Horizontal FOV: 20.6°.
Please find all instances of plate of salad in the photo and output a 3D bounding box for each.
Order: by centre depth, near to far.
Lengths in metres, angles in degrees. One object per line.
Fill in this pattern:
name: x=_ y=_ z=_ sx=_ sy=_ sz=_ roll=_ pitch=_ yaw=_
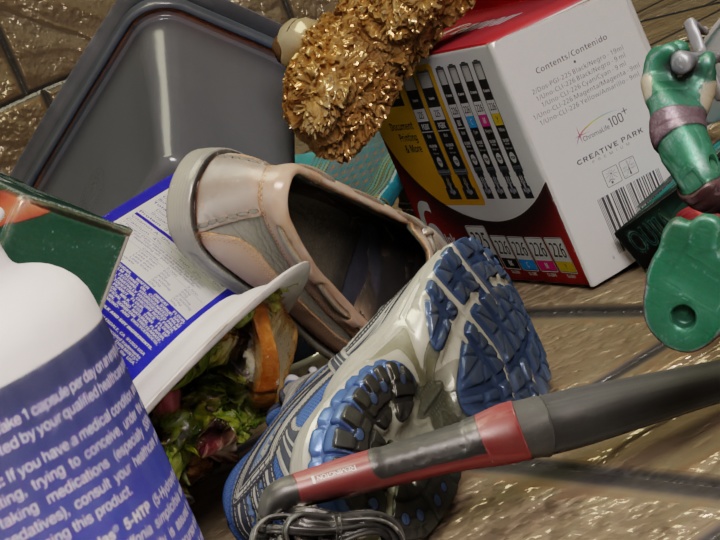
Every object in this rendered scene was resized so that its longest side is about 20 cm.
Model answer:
plate of salad: x=-0.079 y=0.079 z=0.788 sx=0.200 sy=0.048 sz=0.200 roll=-48 pitch=-4 yaw=-4

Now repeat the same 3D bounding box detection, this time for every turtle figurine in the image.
turtle figurine: x=0.161 y=-0.015 z=0.687 sx=0.149 sy=0.101 sz=0.200 roll=13 pitch=26 yaw=14

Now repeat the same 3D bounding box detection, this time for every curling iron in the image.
curling iron: x=0.054 y=0.066 z=0.684 sx=0.199 sy=0.050 sz=0.026 roll=-21 pitch=9 yaw=-16

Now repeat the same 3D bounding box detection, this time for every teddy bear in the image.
teddy bear: x=0.021 y=-0.152 z=1.010 sx=0.200 sy=0.067 sz=0.145 roll=-49 pitch=16 yaw=18

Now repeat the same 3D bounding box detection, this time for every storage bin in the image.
storage bin: x=-0.104 y=-0.032 z=1.109 sx=0.200 sy=0.145 sz=0.135 roll=-51 pitch=30 yaw=33

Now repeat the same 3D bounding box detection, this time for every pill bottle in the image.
pill bottle: x=-0.122 y=0.064 z=0.615 sx=0.119 sy=0.201 sz=0.120 roll=-22 pitch=10 yaw=4

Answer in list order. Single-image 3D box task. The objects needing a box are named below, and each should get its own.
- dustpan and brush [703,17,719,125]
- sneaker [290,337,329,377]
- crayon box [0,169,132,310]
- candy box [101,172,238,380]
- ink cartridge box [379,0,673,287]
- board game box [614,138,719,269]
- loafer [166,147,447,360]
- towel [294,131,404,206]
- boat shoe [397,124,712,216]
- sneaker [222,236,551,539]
dustpan and brush: x=0.199 y=-0.131 z=0.872 sx=0.139 sy=0.057 sz=0.200 roll=-39 pitch=-2 yaw=3
sneaker: x=-0.097 y=0.037 z=1.044 sx=0.199 sy=0.085 sz=0.075 roll=-19 pitch=11 yaw=25
crayon box: x=-0.165 y=0.059 z=0.734 sx=0.051 sy=0.201 sz=0.127 roll=19 pitch=1 yaw=-37
candy box: x=-0.130 y=0.052 z=0.889 sx=0.169 sy=0.077 sz=0.200 roll=-50 pitch=-4 yaw=25
ink cartridge box: x=0.078 y=-0.090 z=1.050 sx=0.084 sy=0.176 sz=0.200 roll=-27 pitch=10 yaw=-17
board game box: x=0.200 y=-0.073 z=0.882 sx=0.135 sy=0.028 sz=0.200 roll=-40 pitch=-1 yaw=-20
loafer: x=0.000 y=0.000 z=0.877 sx=0.063 sy=0.072 sz=0.200 roll=-3 pitch=-20 yaw=39
towel: x=-0.045 y=-0.010 z=1.170 sx=0.146 sy=0.022 sz=0.200 roll=-14 pitch=35 yaw=48
boat shoe: x=0.114 y=-0.076 z=1.193 sx=0.199 sy=0.073 sz=0.072 roll=-24 pitch=10 yaw=-1
sneaker: x=0.007 y=0.049 z=0.781 sx=0.085 sy=0.077 sz=0.200 roll=-22 pitch=8 yaw=32
